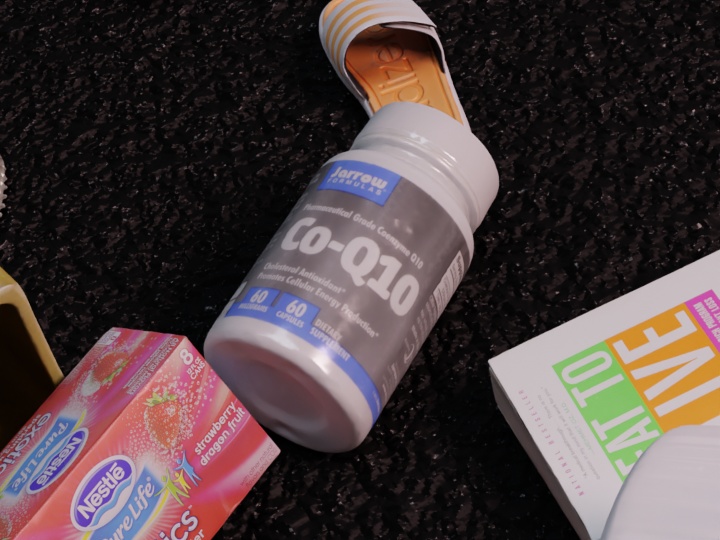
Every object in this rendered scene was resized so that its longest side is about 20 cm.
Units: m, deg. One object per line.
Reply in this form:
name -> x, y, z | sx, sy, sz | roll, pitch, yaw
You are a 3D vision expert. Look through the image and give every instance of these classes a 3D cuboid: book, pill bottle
book -> 0.191, 0.069, 1.038 | 0.198, 0.048, 0.134 | -26, 52, -7
pill bottle -> 0.000, 0.000, 1.106 | 0.113, 0.114, 0.201 | 16, 58, 28

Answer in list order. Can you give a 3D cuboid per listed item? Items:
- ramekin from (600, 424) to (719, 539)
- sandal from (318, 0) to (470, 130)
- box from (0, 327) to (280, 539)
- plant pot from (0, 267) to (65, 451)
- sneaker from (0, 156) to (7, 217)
ramekin -> 0.182, 0.168, 0.856 | 0.097, 0.201, 0.202 | 7, 53, 32
sandal -> 0.026, -0.146, 1.256 | 0.078, 0.059, 0.208 | -24, 48, -3
box -> -0.154, 0.138, 1.030 | 0.095, 0.100, 0.200 | 2, 46, 54
plant pot -> -0.312, 0.046, 1.084 | 0.194, 0.196, 0.200 | -37, 64, -15
sneaker -> -0.324, -0.025, 1.261 | 0.098, 0.070, 0.201 | 4, 52, 23
